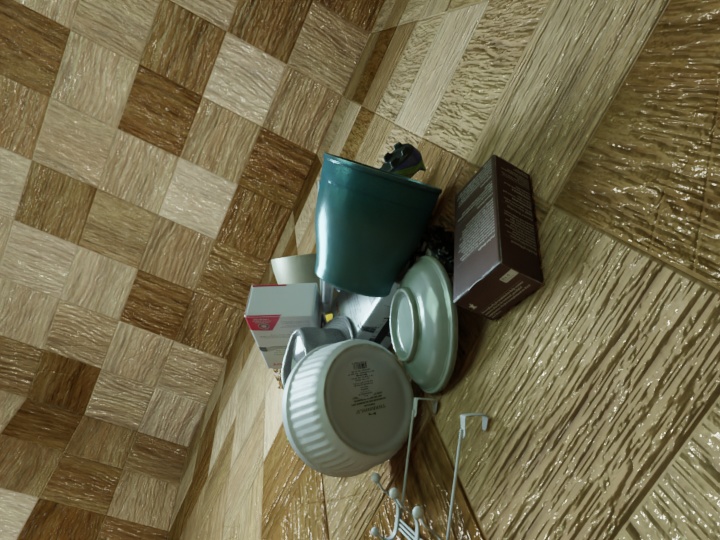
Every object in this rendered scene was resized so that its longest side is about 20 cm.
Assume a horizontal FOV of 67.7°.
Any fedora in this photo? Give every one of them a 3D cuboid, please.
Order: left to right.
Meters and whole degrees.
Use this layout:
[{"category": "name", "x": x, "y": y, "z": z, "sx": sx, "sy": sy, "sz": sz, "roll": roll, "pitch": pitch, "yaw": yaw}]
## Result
[{"category": "fedora", "x": -0.087, "y": 0.174, "z": 0.985, "sx": 0.176, "sy": 0.089, "sz": 0.205, "roll": -33, "pitch": 49, "yaw": 44}]

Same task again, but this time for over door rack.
[{"category": "over door rack", "x": 0.074, "y": 0.263, "z": 0.684, "sx": 0.147, "sy": 0.065, "sz": 0.204, "roll": -11, "pitch": 59, "yaw": 70}]

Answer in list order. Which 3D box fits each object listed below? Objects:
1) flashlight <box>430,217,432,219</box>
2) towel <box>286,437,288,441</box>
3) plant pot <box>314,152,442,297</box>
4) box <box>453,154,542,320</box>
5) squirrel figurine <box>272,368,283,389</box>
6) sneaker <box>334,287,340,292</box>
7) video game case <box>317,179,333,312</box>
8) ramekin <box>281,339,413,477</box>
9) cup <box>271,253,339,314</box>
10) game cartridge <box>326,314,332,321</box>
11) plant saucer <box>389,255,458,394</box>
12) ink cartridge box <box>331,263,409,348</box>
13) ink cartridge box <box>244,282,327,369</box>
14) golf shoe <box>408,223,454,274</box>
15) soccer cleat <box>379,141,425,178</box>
[{"category": "flashlight", "x": 0.043, "y": -0.122, "z": 1.056, "sx": 0.068, "sy": 0.195, "sz": 0.069, "roll": 68, "pitch": -160, "yaw": -53}, {"category": "towel", "x": -0.088, "y": 0.267, "z": 1.121, "sx": 0.022, "sy": 0.144, "sz": 0.204, "roll": 8, "pitch": 69, "yaw": 29}, {"category": "plant pot", "x": 0.010, "y": -0.067, "z": 0.863, "sx": 0.200, "sy": 0.195, "sz": 0.192, "roll": -129, "pitch": 54, "yaw": -71}, {"category": "box", "x": 0.182, "y": -0.048, "z": 0.731, "sx": 0.100, "sy": 0.074, "sz": 0.203, "roll": -48, "pitch": 24, "yaw": 47}, {"category": "squirrel figurine", "x": -0.175, "y": 0.224, "z": 1.336, "sx": 0.200, "sy": 0.138, "sz": 0.192, "roll": -46, "pitch": -37, "yaw": -69}, {"category": "sneaker", "x": 0.000, "y": 0.000, "z": 1.144, "sx": 0.199, "sy": 0.127, "sz": 0.081, "roll": -41, "pitch": 31, "yaw": 56}, {"category": "video game case", "x": -0.071, "y": -0.043, "z": 1.065, "sx": 0.183, "sy": 0.022, "sz": 0.205, "roll": 103, "pitch": 163, "yaw": -67}, {"category": "ramekin", "x": -0.010, "y": 0.201, "z": 0.808, "sx": 0.105, "sy": 0.197, "sz": 0.204, "roll": -35, "pitch": 36, "yaw": 53}, {"category": "cup", "x": -0.111, "y": 0.035, "z": 1.304, "sx": 0.200, "sy": 0.195, "sz": 0.147, "roll": 173, "pitch": 89, "yaw": -71}, {"category": "game cartridge", "x": -0.036, "y": 0.059, "z": 1.365, "sx": 0.200, "sy": 0.032, "sz": 0.180, "roll": 133, "pitch": 154, "yaw": -56}, {"category": "plant saucer", "x": 0.082, "y": 0.080, "z": 0.799, "sx": 0.200, "sy": 0.049, "sz": 0.206, "roll": 179, "pitch": 90, "yaw": -75}, {"category": "ink cartridge box", "x": 0.029, "y": 0.055, "z": 1.024, "sx": 0.202, "sy": 0.082, "sz": 0.146, "roll": -57, "pitch": 30, "yaw": 30}, {"category": "ink cartridge box", "x": -0.147, "y": 0.123, "z": 1.145, "sx": 0.202, "sy": 0.141, "sz": 0.086, "roll": 80, "pitch": -170, "yaw": -49}, {"category": "golf shoe", "x": 0.124, "y": -0.014, "z": 0.884, "sx": 0.200, "sy": 0.076, "sz": 0.096, "roll": -94, "pitch": 23, "yaw": -73}, {"category": "soccer cleat", "x": 0.040, "y": -0.143, "z": 0.990, "sx": 0.200, "sy": 0.084, "sz": 0.065, "roll": -45, "pitch": 34, "yaw": 6}]
